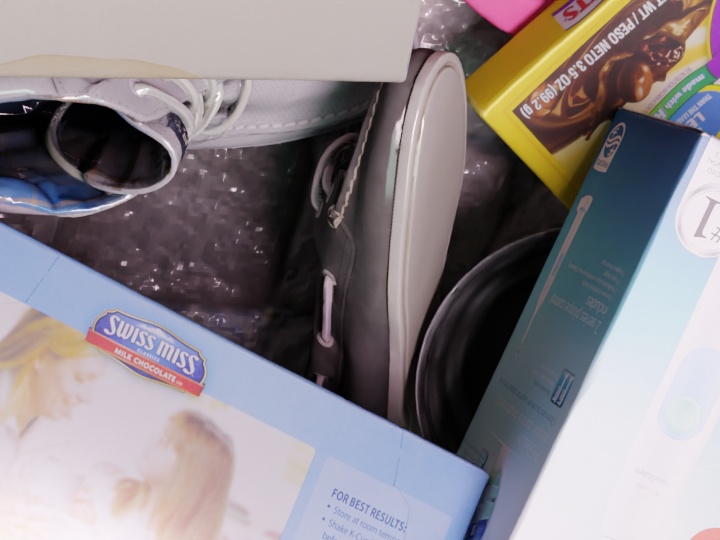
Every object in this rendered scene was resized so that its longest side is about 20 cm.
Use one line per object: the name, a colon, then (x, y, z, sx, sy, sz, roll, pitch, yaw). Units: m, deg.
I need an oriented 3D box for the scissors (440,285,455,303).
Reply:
scissors: (0.102, -0.025, 0.875, 0.199, 0.014, 0.073, -12, 129, -10)

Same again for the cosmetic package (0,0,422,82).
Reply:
cosmetic package: (-0.087, -0.111, 0.688, 0.199, 0.104, 0.073, 0, 124, -19)

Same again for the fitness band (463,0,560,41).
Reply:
fitness band: (0.101, -0.137, 0.780, 0.200, 0.037, 0.144, 20, 114, -32)

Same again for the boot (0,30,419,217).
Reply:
boot: (-0.066, -0.053, 0.740, 0.199, 0.096, 0.074, -4, 125, -18)

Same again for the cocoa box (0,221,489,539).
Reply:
cocoa box: (-0.085, 0.083, 0.751, 0.200, 0.131, 0.134, 28, 76, -18)

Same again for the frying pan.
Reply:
frying pan: (0.102, 0.066, 0.815, 0.115, 0.031, 0.190, -45, 101, 6)

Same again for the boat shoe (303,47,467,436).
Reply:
boat shoe: (0.000, 0.000, 0.803, 0.057, 0.067, 0.200, 17, 139, 14)

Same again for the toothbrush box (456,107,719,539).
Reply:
toothbrush box: (0.117, 0.068, 0.760, 0.146, 0.085, 0.200, 25, 94, -15)

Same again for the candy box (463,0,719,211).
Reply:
candy box: (0.139, -0.095, 0.786, 0.200, 0.026, 0.102, -41, 130, 8)
